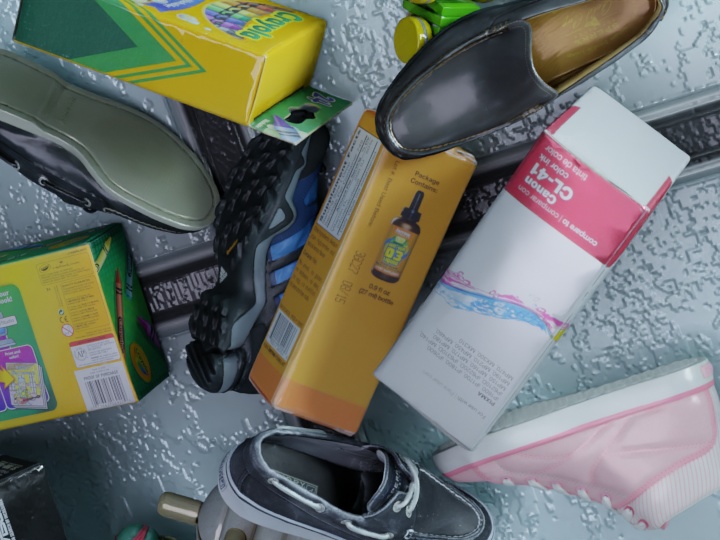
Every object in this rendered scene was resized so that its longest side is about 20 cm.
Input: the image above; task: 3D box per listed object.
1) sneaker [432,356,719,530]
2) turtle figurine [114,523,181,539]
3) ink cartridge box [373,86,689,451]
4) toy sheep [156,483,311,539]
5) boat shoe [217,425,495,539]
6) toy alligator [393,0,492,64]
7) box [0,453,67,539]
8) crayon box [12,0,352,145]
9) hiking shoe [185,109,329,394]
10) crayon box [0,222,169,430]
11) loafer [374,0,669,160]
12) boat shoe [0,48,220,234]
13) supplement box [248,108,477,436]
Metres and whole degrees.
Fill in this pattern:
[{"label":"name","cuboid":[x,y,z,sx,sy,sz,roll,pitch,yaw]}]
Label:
[{"label":"sneaker","cuboid":[0.151,0.133,1.419,0.199,0.075,0.105,-18,95,18]},{"label":"turtle figurine","cuboid":[-0.125,0.246,1.529,0.200,0.101,0.150,42,151,-12]},{"label":"ink cartridge box","cuboid":[0.108,-0.004,1.352,0.085,0.148,0.200,38,113,4]},{"label":"toy sheep","cuboid":[-0.045,0.191,1.471,0.199,0.138,0.139,21,112,1]},{"label":"boat shoe","cuboid":[0.009,0.145,1.399,0.199,0.072,0.068,20,146,-21]},{"label":"toy alligator","cuboid":[0.053,-0.196,1.366,0.054,0.059,0.202,34,122,50]},{"label":"box","cuboid":[-0.276,0.216,1.524,0.199,0.086,0.165,5,114,58]},{"label":"crayon box","cuboid":[-0.107,-0.150,1.390,0.199,0.126,0.052,21,111,10]},{"label":"hiking shoe","cuboid":[-0.054,-0.010,1.454,0.086,0.074,0.201,13,102,-32]},{"label":"crayon box","cuboid":[-0.249,0.048,1.534,0.198,0.058,0.120,-12,102,21]},{"label":"loafer","cuboid":[0.098,-0.131,1.321,0.199,0.072,0.073,-33,104,2]},{"label":"boat shoe","cuboid":[-0.191,-0.076,1.474,0.198,0.075,0.066,27,140,-7]},{"label":"supplement box","cuboid":[0.000,0.000,1.398,0.066,0.069,0.201,22,99,-23]}]
